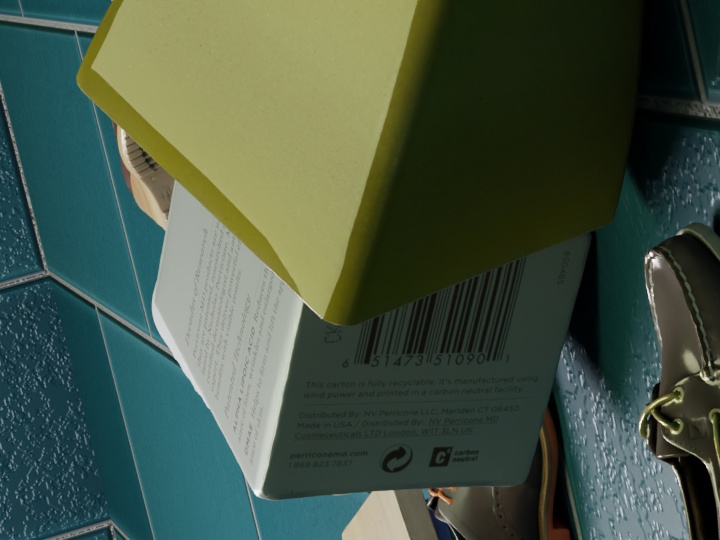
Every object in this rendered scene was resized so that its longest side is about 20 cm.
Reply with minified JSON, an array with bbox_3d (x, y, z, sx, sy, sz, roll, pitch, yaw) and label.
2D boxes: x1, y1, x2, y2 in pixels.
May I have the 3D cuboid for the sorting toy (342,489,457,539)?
[{"bbox_3d":[0.064,0.237,1.823,0.199,0.069,0.201,118,134,-71],"label":"sorting toy"}]

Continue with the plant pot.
[{"bbox_3d":[0.017,-0.125,1.297,0.200,0.199,0.177,42,133,27],"label":"plant pot"}]

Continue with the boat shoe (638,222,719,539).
[{"bbox_3d":[0.163,0.080,1.273,0.072,0.059,0.201,153,101,-77],"label":"boat shoe"}]

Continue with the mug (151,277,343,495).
[{"bbox_3d":[-0.025,0.038,1.851,0.176,0.147,0.201,54,127,36],"label":"mug"}]

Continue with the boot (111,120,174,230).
[{"bbox_3d":[-0.196,-0.141,2.431,0.201,0.072,0.167,83,162,-44],"label":"boot"}]

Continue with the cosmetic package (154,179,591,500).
[{"bbox_3d":[0.000,0.000,1.538,0.200,0.164,0.166,-123,39,-52],"label":"cosmetic package"}]

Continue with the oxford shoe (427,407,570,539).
[{"bbox_3d":[0.074,0.115,1.636,0.071,0.072,0.201,-146,43,-71],"label":"oxford shoe"}]
